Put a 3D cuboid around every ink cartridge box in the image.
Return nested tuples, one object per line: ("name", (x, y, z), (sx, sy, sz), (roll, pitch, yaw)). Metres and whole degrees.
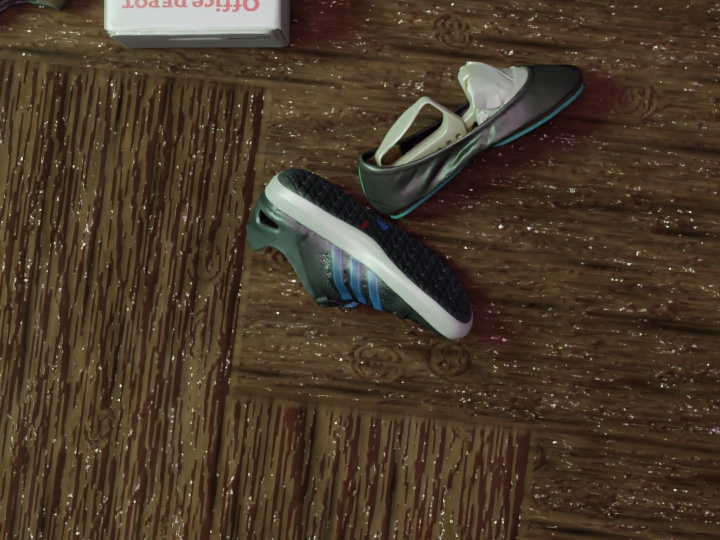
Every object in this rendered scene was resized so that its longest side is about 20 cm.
("ink cartridge box", (-0.129, -0.282, 1.645), (0.145, 0.083, 0.202), (1, 86, 5))

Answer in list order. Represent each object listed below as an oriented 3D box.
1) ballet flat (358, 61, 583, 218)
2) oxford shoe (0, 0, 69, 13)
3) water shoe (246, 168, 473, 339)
("ballet flat", (0.083, -0.118, 1.617), (0.199, 0.068, 0.069), (-35, 117, 2))
("oxford shoe", (-0.334, -0.242, 1.669), (0.198, 0.073, 0.085), (4, 89, 6))
("water shoe", (0.000, 0.000, 1.635), (0.200, 0.071, 0.079), (38, 118, 5))
